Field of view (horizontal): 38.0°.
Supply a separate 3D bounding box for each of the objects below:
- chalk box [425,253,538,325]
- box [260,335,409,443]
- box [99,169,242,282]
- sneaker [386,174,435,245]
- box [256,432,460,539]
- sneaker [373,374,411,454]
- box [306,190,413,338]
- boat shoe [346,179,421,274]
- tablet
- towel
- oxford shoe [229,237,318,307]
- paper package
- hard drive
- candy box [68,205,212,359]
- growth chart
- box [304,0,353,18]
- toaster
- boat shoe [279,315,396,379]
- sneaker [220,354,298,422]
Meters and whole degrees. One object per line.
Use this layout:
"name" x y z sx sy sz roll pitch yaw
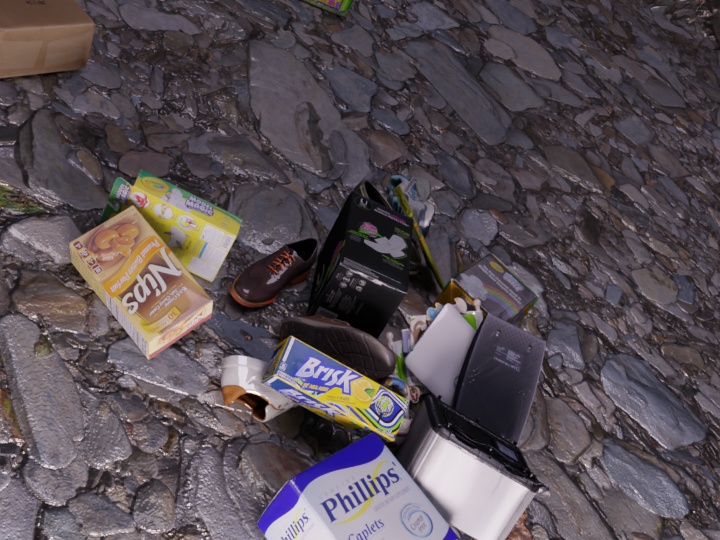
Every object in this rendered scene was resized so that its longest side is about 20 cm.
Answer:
"chalk box" 0.220 0.066 1.847 0.124 0.125 0.199 44 36 15
"box" -0.036 0.170 1.464 0.198 0.070 0.065 29 65 -13
"box" -0.293 -0.072 1.600 0.197 0.118 0.049 25 42 -13
"sneaker" 0.088 -0.118 2.001 0.085 0.079 0.201 17 29 -13
"box" 0.001 0.346 1.371 0.200 0.106 0.182 48 38 19
"sneaker" 0.037 0.178 1.600 0.074 0.091 0.202 9 43 -30
"box" 0.000 0.000 1.723 0.122 0.150 0.202 24 37 -11
"boat shoe" 0.048 -0.080 1.927 0.071 0.061 0.203 -13 57 -48
"tablet" 0.171 0.167 1.687 0.200 0.014 0.131 46 67 -13
"towel" 0.106 -0.054 1.864 0.087 0.018 0.202 -110 175 -49
"oxford shoe" -0.138 -0.004 1.684 0.071 0.073 0.200 41 37 9
"paper package" -0.589 -0.430 1.784 0.191 0.104 0.198 47 38 19
"hard drive" 0.216 0.185 1.675 0.133 0.042 0.204 25 75 -20
"candy box" -0.317 0.015 1.506 0.115 0.056 0.200 -34 70 -26
"growth chart" 0.127 0.129 1.688 0.197 0.018 0.148 -16 91 -26
"box" -0.087 -0.737 2.451 0.197 0.194 0.123 18 38 -22
"toaster" 0.153 0.288 1.504 0.179 0.120 0.200 30 7 -5
"boat shoe" -0.028 0.109 1.597 0.197 0.077 0.071 19 19 25
"sneaker" -0.113 0.185 1.510 0.197 0.073 0.086 14 60 -25
